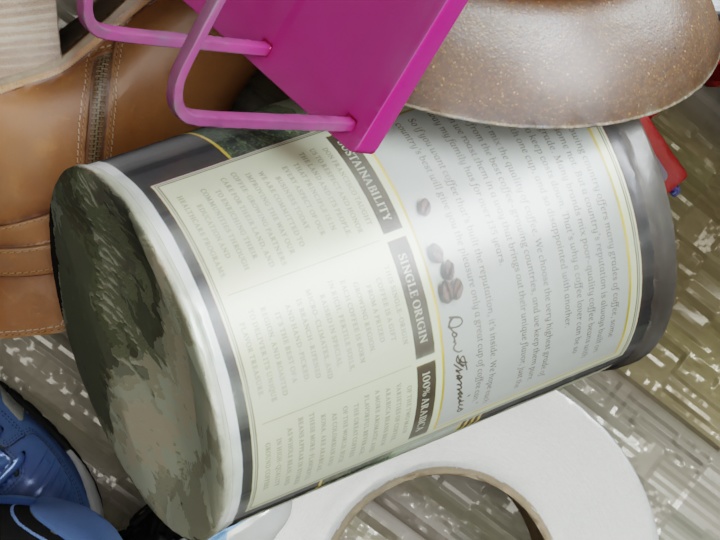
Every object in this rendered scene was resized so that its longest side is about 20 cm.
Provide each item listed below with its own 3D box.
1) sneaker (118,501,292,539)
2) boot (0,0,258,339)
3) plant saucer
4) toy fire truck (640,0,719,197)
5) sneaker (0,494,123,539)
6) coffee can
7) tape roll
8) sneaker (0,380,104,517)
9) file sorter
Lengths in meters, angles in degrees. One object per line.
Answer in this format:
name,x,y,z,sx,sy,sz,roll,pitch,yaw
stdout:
sneaker,-0.092,0.155,0.863,0.072,0.072,0.200,42,105,-11
boot,-0.078,-0.056,0.865,0.198,0.074,0.156,-6,103,-9
plant saucer,0.047,-0.124,0.812,0.199,0.201,0.037,4,127,-9
toy fire truck,0.185,-0.075,0.910,0.200,0.049,0.141,-39,101,-3
sneaker,-0.189,0.132,0.813,0.199,0.078,0.071,-8,98,20
coffee can,0.000,0.000,0.810,0.199,0.146,0.147,-20,98,-24
tape roll,0.031,0.136,0.909,0.201,0.037,0.205,-1,96,-9
sneaker,-0.187,0.059,0.847,0.200,0.077,0.076,40,86,-12
file sorter,-0.060,-0.156,0.704,0.200,0.125,0.139,43,113,26
